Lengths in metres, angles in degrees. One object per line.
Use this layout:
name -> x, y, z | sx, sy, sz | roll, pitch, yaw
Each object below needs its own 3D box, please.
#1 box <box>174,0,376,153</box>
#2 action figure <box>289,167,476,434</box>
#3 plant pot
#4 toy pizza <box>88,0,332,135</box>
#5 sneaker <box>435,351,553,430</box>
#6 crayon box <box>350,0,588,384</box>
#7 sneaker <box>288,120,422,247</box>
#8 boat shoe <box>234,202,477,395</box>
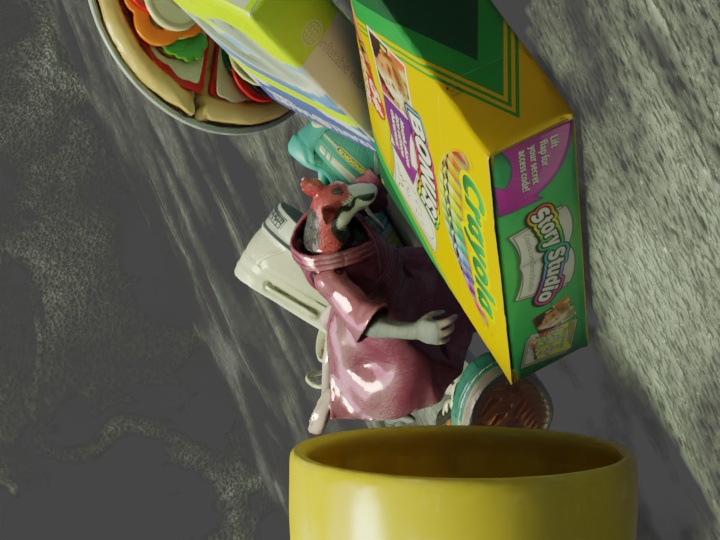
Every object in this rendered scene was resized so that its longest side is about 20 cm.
box -> -0.042, -0.138, 1.392 | 0.122, 0.048, 0.200 | 31, 172, 39
action figure -> 0.000, 0.000, 1.474 | 0.200, 0.148, 0.135 | 51, -144, -46
plant pot -> 0.057, 0.195, 1.331 | 0.201, 0.199, 0.191 | -157, 68, -76
toy pizza -> -0.091, -0.188, 1.511 | 0.032, 0.200, 0.201 | -18, 96, 49
sneaker -> 0.079, 0.099, 1.527 | 0.080, 0.071, 0.200 | 55, 167, 29
crayon box -> 0.060, -0.065, 1.288 | 0.201, 0.058, 0.173 | 79, 165, -52
sneaker -> -0.001, -0.032, 1.638 | 0.078, 0.079, 0.201 | -127, 16, -53
boat shoe -> -0.005, 0.044, 1.593 | 0.202, 0.086, 0.075 | 37, -170, -26
